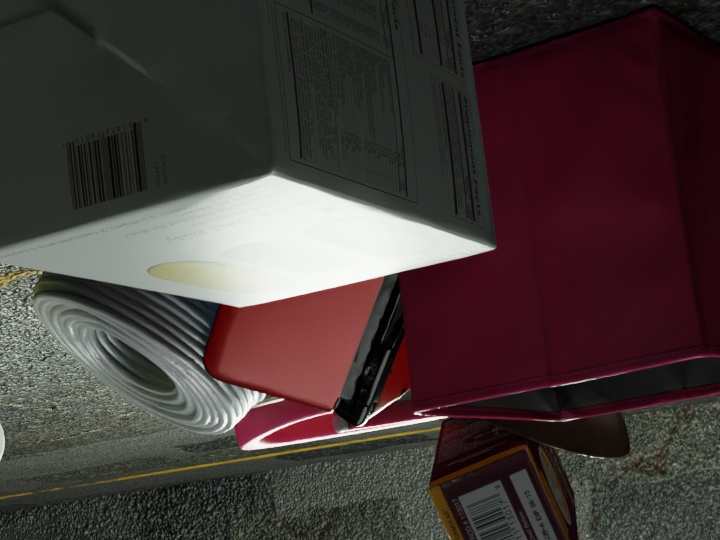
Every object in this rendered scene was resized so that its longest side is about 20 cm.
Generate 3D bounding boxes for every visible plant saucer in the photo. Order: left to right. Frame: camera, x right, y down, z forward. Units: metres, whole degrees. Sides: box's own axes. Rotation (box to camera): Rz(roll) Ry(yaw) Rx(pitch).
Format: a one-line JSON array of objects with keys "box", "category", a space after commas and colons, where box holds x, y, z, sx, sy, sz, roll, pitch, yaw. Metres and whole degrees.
[{"box": [0.136, 0.094, 1.346, 0.200, 0.037, 0.200, 20, -168, -5], "category": "plant saucer"}]

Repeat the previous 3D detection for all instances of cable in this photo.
[{"box": [-0.163, 0.053, 1.277, 0.200, 0.069, 0.200, 40, 156, -14], "category": "cable"}]

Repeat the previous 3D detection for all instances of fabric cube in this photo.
[{"box": [0.150, -0.021, 1.002, 0.200, 0.200, 0.196, -14, 165, 33], "category": "fabric cube"}]

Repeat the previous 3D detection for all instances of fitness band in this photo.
[{"box": [-0.012, 0.125, 1.402, 0.200, 0.037, 0.144, -4, 168, -36], "category": "fitness band"}]

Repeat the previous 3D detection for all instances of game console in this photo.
[{"box": [0.000, 0.000, 1.191, 0.172, 0.119, 0.200, -30, 148, -51], "category": "game console"}]

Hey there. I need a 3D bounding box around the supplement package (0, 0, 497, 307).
[{"box": [-0.055, -0.079, 0.721, 0.152, 0.151, 0.200, -13, 167, 27], "category": "supplement package"}]

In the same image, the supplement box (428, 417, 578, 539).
[{"box": [0.120, 0.182, 1.336, 0.086, 0.110, 0.200, -23, -173, 9], "category": "supplement box"}]

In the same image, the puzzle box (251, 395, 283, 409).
[{"box": [-0.099, 0.050, 1.366, 0.025, 0.133, 0.200, -1, 167, -39], "category": "puzzle box"}]

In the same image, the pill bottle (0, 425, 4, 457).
[{"box": [-0.523, 0.227, 2.039, 0.113, 0.113, 0.200, 1, 167, -32], "category": "pill bottle"}]
